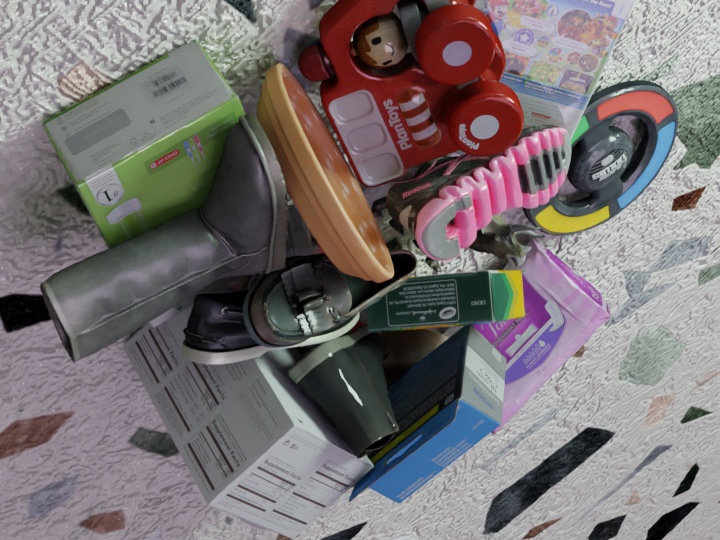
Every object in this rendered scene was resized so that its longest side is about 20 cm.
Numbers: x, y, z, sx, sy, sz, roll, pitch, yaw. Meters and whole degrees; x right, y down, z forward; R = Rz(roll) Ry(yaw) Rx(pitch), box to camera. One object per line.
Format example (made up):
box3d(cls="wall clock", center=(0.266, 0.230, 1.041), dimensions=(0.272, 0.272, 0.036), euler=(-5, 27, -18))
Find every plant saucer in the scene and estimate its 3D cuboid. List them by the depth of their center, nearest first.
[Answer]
box3d(cls="plant saucer", center=(-0.034, -0.076, 1.135), dimensions=(0.037, 0.202, 0.200), euler=(-28, 145, 8))
box3d(cls="plant saucer", center=(0.045, 0.154, 1.495), dimensions=(0.197, 0.037, 0.203), euler=(2, 123, 3))

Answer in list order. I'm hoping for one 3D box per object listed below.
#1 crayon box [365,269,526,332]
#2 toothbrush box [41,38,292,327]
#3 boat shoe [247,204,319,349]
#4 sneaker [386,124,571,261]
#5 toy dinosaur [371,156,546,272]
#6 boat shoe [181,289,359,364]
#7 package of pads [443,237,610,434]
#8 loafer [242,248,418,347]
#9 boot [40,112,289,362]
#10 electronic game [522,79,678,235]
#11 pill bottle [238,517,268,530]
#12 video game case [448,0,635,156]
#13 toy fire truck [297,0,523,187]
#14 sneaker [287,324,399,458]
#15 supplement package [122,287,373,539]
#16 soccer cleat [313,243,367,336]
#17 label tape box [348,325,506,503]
box3d(cls="crayon box", center=(0.092, 0.029, 1.357), dimensions=(0.124, 0.052, 0.200), euler=(-5, 179, 17))
box3d(cls="toothbrush box", center=(-0.156, -0.068, 1.135), dimensions=(0.145, 0.086, 0.201), euler=(-30, 143, -9))
box3d(cls="boat shoe", center=(-0.075, 0.013, 1.308), dimensions=(0.067, 0.073, 0.201), euler=(-9, 150, -3))
box3d(cls="sneaker", center=(0.107, -0.087, 1.248), dimensions=(0.199, 0.095, 0.080), euler=(-28, 128, -27))
box3d(cls="toy dinosaur", center=(0.074, -0.069, 1.317), dimensions=(0.200, 0.077, 0.102), euler=(42, 100, -11))
box3d(cls="boat shoe", center=(-0.076, 0.030, 1.211), dimensions=(0.198, 0.074, 0.067), euler=(-11, 110, -39))
box3d(cls="package of pads", center=(0.173, 0.073, 1.528), dimensions=(0.200, 0.120, 0.076), euler=(-48, -176, 15))
box3d(cls="loafer", center=(-0.023, 0.012, 1.181), dimensions=(0.062, 0.073, 0.199), euler=(-18, -177, 36))
box3d(cls="boot", center=(-0.156, -0.023, 1.065), dimensions=(0.198, 0.073, 0.183), euler=(-17, 139, -15))
box3d(cls="electronic game", center=(0.257, -0.118, 1.456), dimensions=(0.198, 0.042, 0.201), euler=(-22, 141, -18))
box3d(cls="pill bottle", center=(-0.065, 0.175, 1.441), dimensions=(0.110, 0.111, 0.201), euler=(4, 134, -42))
box3d(cls="video game case", center=(0.149, -0.184, 1.255), dimensions=(0.141, 0.018, 0.202), euler=(14, 123, -13))
box3d(cls="toy fire truck", center=(0.039, -0.170, 1.166), dimensions=(0.166, 0.113, 0.201), euler=(-20, 132, 10))
box3d(cls="sneaker", center=(-0.001, 0.119, 1.302), dimensions=(0.075, 0.107, 0.200), euler=(-37, 173, 16))
box3d(cls="supplement package", center=(-0.107, 0.130, 1.295), dimensions=(0.111, 0.201, 0.156), euler=(-41, 145, 8))
box3d(cls="soccer cleat", center=(0.000, 0.000, 1.367), dimensions=(0.076, 0.066, 0.201), euler=(-41, 148, -30))
box3d(cls="label tape box", center=(0.071, 0.157, 1.353), dimensions=(0.063, 0.200, 0.144), euler=(44, 113, -12))
